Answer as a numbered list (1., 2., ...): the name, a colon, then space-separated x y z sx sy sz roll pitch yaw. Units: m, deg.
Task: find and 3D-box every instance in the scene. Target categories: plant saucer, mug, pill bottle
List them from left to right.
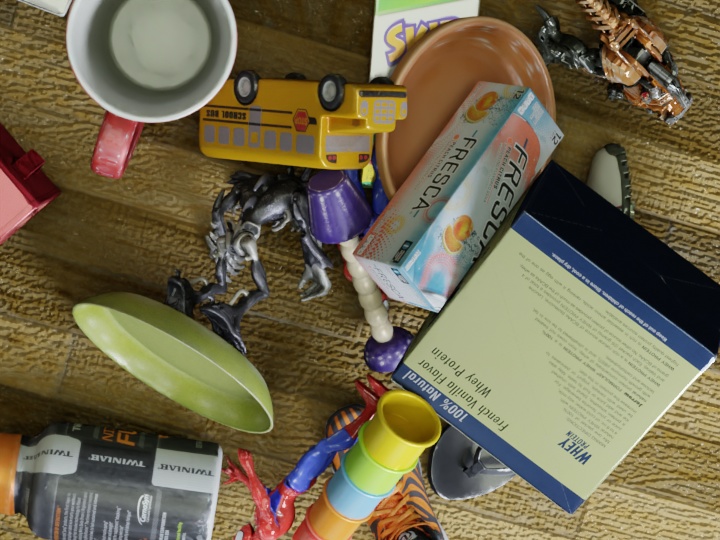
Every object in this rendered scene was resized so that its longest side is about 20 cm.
1. pill bottle: -0.227 0.192 1.611 0.200 0.106 0.106 8 96 -6
2. mug: -0.187 -0.181 1.521 0.177 0.200 0.133 -42 99 2
3. plant saucer: -0.156 0.074 1.567 0.200 0.200 0.031 32 70 -7
4. plant saucer: 0.088 -0.123 1.591 0.200 0.037 0.201 -11 108 -37

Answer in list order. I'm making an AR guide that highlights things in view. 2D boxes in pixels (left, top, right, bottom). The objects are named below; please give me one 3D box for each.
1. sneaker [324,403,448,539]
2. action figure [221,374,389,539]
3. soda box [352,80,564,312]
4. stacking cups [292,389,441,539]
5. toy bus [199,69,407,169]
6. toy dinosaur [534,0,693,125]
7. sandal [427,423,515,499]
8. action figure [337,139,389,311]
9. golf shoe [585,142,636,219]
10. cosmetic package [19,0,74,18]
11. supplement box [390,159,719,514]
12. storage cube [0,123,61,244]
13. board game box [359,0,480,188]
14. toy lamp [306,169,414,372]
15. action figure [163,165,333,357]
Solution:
1. sneaker: 0.036 0.214 1.630 0.077 0.112 0.200 -31 97 0
2. action figure: -0.067 0.162 1.617 0.099 0.065 0.200 39 102 11
3. soda box: 0.084 -0.065 1.532 0.200 0.068 0.064 -54 128 -16
4. stacking cups: 0.000 0.189 1.567 0.060 0.061 0.200 27 127 -7
5. toy bus: -0.051 -0.129 1.541 0.065 0.200 0.078 -3 98 -44
6. toy dinosaur: 0.229 -0.201 1.578 0.102 0.136 0.200 -35 141 -14
7. sandal: 0.151 0.149 1.666 0.200 0.043 0.076 -25 98 -1
8. action figure: 0.008 -0.049 1.614 0.065 0.052 0.200 -8 116 -4
9. golf shoe: 0.195 -0.019 1.634 0.088 0.077 0.200 10 96 0
10. cosmetic package: -0.264 -0.264 1.504 0.103 0.200 0.087 23 95 -6
11. supplement box: 0.172 0.056 1.551 0.200 0.134 0.200 37 117 0
12. storage cube: -0.383 -0.073 1.535 0.200 0.171 0.180 -41 97 2
13. board game box: 0.054 -0.171 1.629 0.095 0.030 0.200 4 94 -4
14. toy lamp: 0.000 0.000 1.575 0.058 0.058 0.200 -23 125 -1
15. action figure: -0.091 -0.018 1.595 0.119 0.102 0.200 14 54 30
